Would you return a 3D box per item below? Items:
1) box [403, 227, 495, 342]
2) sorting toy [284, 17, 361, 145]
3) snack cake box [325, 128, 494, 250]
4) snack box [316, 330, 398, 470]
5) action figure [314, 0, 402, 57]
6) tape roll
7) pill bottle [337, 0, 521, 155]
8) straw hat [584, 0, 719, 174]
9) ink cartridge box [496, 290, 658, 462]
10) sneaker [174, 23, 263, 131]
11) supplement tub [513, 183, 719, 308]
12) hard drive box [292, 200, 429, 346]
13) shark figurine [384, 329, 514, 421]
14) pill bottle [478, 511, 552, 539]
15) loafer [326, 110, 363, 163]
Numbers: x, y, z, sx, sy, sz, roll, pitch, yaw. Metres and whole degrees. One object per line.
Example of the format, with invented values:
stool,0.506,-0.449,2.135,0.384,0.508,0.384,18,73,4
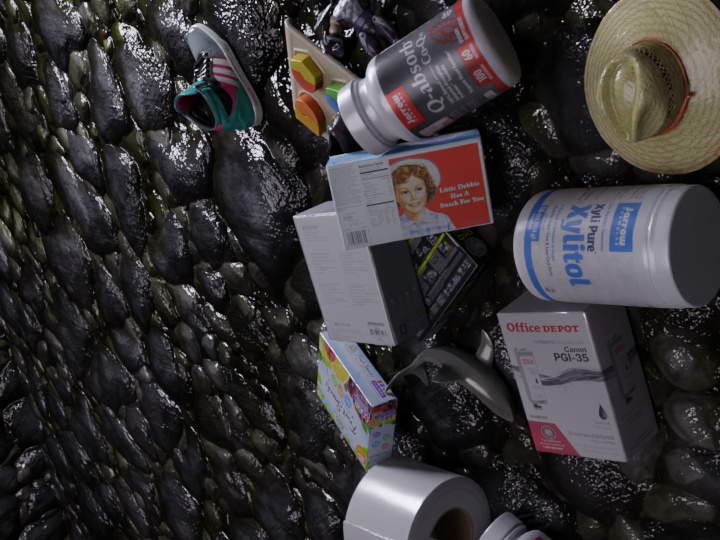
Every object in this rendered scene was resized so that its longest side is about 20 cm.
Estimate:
box,0.088,-0.014,1.292,0.160,0.044,0.200,50,141,18
sorting toy,-0.047,-0.237,1.277,0.200,0.036,0.186,46,160,23
snack cake box,0.065,-0.105,1.153,0.198,0.067,0.116,-10,107,7
snack box,-0.010,0.209,1.489,0.200,0.053,0.143,51,146,47
action figure,0.016,-0.315,1.169,0.200,0.069,0.130,47,123,7
tape roll,0.092,0.409,1.413,0.139,0.202,0.204,7,117,46
pill bottle,0.079,-0.224,1.061,0.199,0.116,0.116,-28,89,26
straw hat,0.288,-0.183,0.921,0.200,0.085,0.202,27,130,37
ink cartridge box,0.271,0.127,1.129,0.146,0.083,0.201,-4,108,51
sneaker,-0.258,-0.306,1.459,0.201,0.120,0.084,57,142,8
supplement tub,0.281,-0.027,0.987,0.199,0.132,0.133,1,112,49
hard drive box,0.000,0.000,1.304,0.155,0.077,0.201,1,112,49
shark figurine,0.121,0.149,1.319,0.214,0.089,0.129,12,119,44
pill bottle,0.266,0.455,1.308,0.200,0.113,0.114,36,135,30
loafer,-0.024,-0.157,1.239,0.072,0.063,0.200,40,158,16
